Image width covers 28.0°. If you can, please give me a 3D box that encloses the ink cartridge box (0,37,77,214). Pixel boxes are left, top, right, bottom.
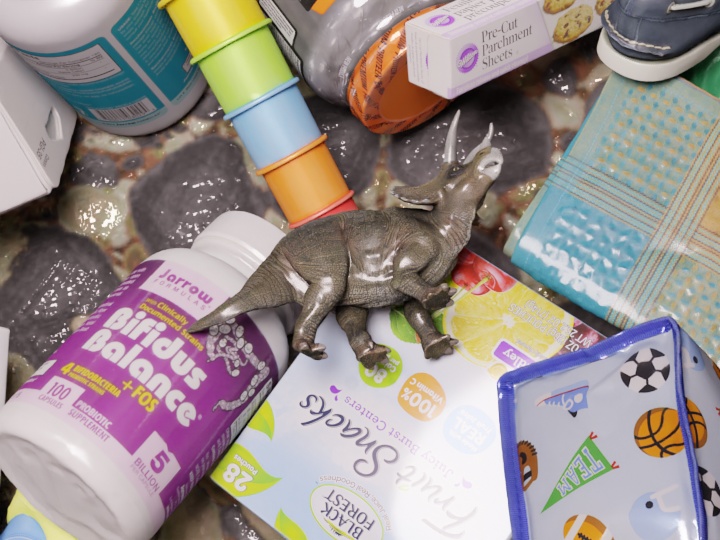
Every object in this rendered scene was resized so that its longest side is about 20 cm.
[{"bbox_3d":[-0.298,-0.074,0.945,0.199,0.083,0.147,-22,27,7],"label":"ink cartridge box"}]

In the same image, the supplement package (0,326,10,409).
[{"bbox_3d":[-0.297,0.131,0.875,0.117,0.117,0.201,-18,65,40],"label":"supplement package"}]

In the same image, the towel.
[{"bbox_3d":[0.199,-0.018,0.815,0.200,0.022,0.147,32,82,15],"label":"towel"}]

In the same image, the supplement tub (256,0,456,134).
[{"bbox_3d":[-0.013,-0.191,0.925,0.122,0.123,0.200,-37,68,0],"label":"supplement tub"}]

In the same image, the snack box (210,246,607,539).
[{"bbox_3d":[0.039,0.093,0.848,0.168,0.068,0.200,33,83,22],"label":"snack box"}]

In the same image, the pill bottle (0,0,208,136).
[{"bbox_3d":[-0.173,-0.171,0.917,0.110,0.200,0.111,-4,71,12],"label":"pill bottle"}]

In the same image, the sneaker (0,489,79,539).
[{"bbox_3d":[-0.159,0.219,0.863,0.105,0.076,0.200,-47,60,9],"label":"sneaker"}]

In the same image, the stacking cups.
[{"bbox_3d":[-0.050,-0.092,0.899,0.060,0.061,0.200,-29,100,3],"label":"stacking cups"}]

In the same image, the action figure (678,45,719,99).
[{"bbox_3d":[0.196,-0.047,0.861,0.118,0.055,0.201,5,73,14],"label":"action figure"}]

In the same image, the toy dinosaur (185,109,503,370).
[{"bbox_3d":[0.000,0.000,0.822,0.199,0.077,0.103,-21,53,6],"label":"toy dinosaur"}]

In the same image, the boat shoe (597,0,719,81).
[{"bbox_3d":[0.212,-0.183,0.859,0.200,0.062,0.075,-32,58,-30],"label":"boat shoe"}]

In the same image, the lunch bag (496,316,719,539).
[{"bbox_3d":[0.153,0.155,0.716,0.124,0.170,0.201,-24,53,28],"label":"lunch bag"}]

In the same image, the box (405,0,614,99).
[{"bbox_3d":[0.113,-0.159,0.871,0.200,0.042,0.039,-27,39,-31],"label":"box"}]

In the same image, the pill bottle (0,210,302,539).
[{"bbox_3d":[-0.113,0.058,0.850,0.112,0.112,0.200,26,56,20],"label":"pill bottle"}]
